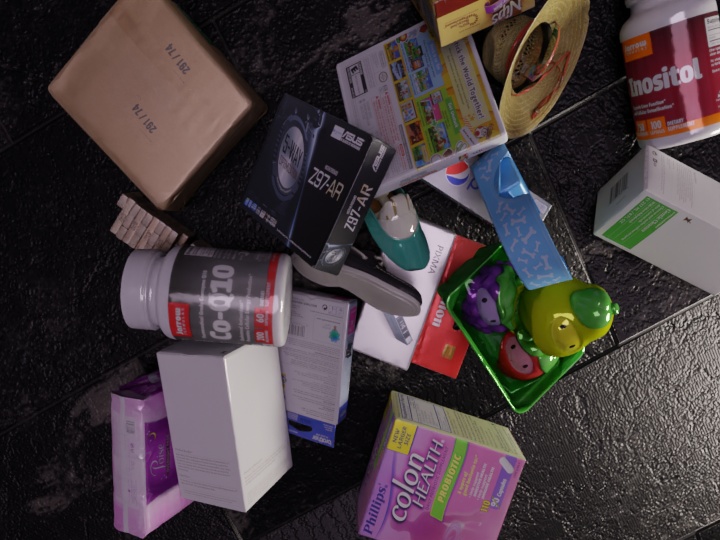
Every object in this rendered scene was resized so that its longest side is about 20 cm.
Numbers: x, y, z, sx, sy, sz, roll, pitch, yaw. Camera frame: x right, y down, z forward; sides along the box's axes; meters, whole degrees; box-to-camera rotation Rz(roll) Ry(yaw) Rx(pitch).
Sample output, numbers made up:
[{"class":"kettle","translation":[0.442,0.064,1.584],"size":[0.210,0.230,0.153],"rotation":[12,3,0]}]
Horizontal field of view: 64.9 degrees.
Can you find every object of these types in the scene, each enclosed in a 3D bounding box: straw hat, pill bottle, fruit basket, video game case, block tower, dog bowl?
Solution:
[{"class":"straw hat","translation":[0.198,-0.270,0.706],"size":[0.084,0.200,0.205],"rotation":[37,99,27]},{"class":"pill bottle","translation":[0.393,-0.267,0.715],"size":[0.109,0.113,0.207],"rotation":[-15,99,2]},{"class":"fruit basket","translation":[0.213,0.067,0.714],"size":[0.154,0.215,0.218],"rotation":[-39,98,-7]},{"class":"pill bottle","translation":[-0.186,0.030,0.707],"size":[0.192,0.114,0.119],"rotation":[4,100,-2]},{"class":"video game case","translation":[0.067,-0.209,0.696],"size":[0.177,0.023,0.207],"rotation":[-20,64,16]},{"class":"block tower","translation":[-0.248,-0.025,0.782],"size":[0.198,0.054,0.058],"rotation":[38,97,-6]},{"class":"dog bowl","translation":[0.179,-0.064,0.649],"size":[0.049,0.204,0.112],"rotation":[-27,133,20]}]

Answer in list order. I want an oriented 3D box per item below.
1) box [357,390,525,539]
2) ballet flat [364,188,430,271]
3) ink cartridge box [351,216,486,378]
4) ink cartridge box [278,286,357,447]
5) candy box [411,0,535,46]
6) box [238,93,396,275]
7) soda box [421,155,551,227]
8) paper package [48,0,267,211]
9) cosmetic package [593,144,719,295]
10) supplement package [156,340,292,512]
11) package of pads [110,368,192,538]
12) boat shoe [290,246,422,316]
[{"class":"box","translation":[0.110,0.302,0.822],"size":[0.193,0.097,0.182],"rotation":[18,100,-3]},{"class":"ballet flat","translation":[0.029,-0.093,0.728],"size":[0.066,0.071,0.204],"rotation":[-26,75,-17]},{"class":"ink cartridge box","translation":[0.095,0.041,0.802],"size":[0.170,0.045,0.207],"rotation":[19,100,-3]},{"class":"ink cartridge box","translation":[-0.071,0.133,0.801],"size":[0.115,0.042,0.208],"rotation":[10,99,21]},{"class":"candy box","translation":[0.109,-0.354,0.660],"size":[0.113,0.204,0.057],"rotation":[-21,139,4]},{"class":"box","translation":[-0.062,-0.113,0.707],"size":[0.043,0.199,0.164],"rotation":[16,105,-46]},{"class":"soda box","translation":[0.153,-0.114,0.762],"size":[0.196,0.068,0.065],"rotation":[32,98,-5]},{"class":"paper package","translation":[-0.250,-0.216,0.723],"size":[0.191,0.104,0.200],"rotation":[-44,97,5]},{"class":"cosmetic package","translation":[0.422,-0.063,0.744],"size":[0.195,0.108,0.087],"rotation":[25,57,-3]},{"class":"supplement package","translation":[-0.179,0.192,0.770],"size":[0.117,0.119,0.208],"rotation":[0,102,27]},{"class":"package of pads","translation":[-0.284,0.248,0.793],"size":[0.073,0.120,0.208],"rotation":[8,102,25]},{"class":"boat shoe","translation":[0.000,0.000,0.753],"size":[0.195,0.075,0.061],"rotation":[20,60,26]}]
